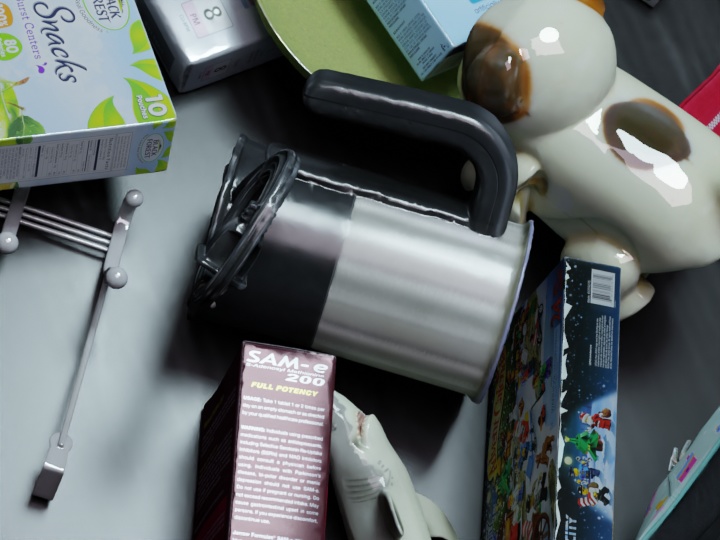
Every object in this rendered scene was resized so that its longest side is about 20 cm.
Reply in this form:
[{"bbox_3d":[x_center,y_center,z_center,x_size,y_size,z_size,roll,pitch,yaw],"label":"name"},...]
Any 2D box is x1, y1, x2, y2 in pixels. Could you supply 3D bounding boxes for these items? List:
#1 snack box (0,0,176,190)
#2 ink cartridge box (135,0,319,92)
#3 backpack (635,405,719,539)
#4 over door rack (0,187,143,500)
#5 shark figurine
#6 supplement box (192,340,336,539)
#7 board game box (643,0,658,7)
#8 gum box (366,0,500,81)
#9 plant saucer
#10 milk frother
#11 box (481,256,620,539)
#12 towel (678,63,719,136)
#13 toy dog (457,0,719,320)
[{"bbox_3d":[-0.206,-0.140,1.613,0.142,0.053,0.200,-7,51,-20],"label":"snack box"},{"bbox_3d":[-0.066,-0.222,1.723,0.199,0.057,0.163,-24,75,-19],"label":"ink cartridge box"},{"bbox_3d":[0.254,0.166,1.576,0.176,0.153,0.200,36,99,0],"label":"backpack"},{"bbox_3d":[-0.219,0.018,1.561,0.147,0.067,0.201,17,63,-7],"label":"over door rack"},{"bbox_3d":[0.007,0.186,1.540,0.089,0.128,0.215,-28,43,15],"label":"shark figurine"},{"bbox_3d":[-0.060,0.154,1.523,0.061,0.109,0.201,9,66,-13],"label":"supplement box"},{"bbox_3d":[0.200,-0.292,1.837,0.126,0.035,0.200,34,62,-1],"label":"board game box"},{"bbox_3d":[0.048,-0.235,1.719,0.170,0.045,0.200,-26,78,-43],"label":"gum box"},{"bbox_3d":[0.008,-0.172,1.703,0.199,0.031,0.201,16,54,-24],"label":"plant saucer"},{"bbox_3d":[0.000,0.000,1.541,0.187,0.181,0.200,16,37,-1],"label":"milk frother"},{"bbox_3d":[0.111,0.111,1.576,0.038,0.137,0.201,11,64,-13],"label":"box"},{"bbox_3d":[0.298,-0.059,1.755,0.200,0.022,0.145,45,51,6],"label":"towel"},{"bbox_3d":[0.136,-0.079,1.626,0.140,0.194,0.200,-44,104,-19],"label":"toy dog"}]
